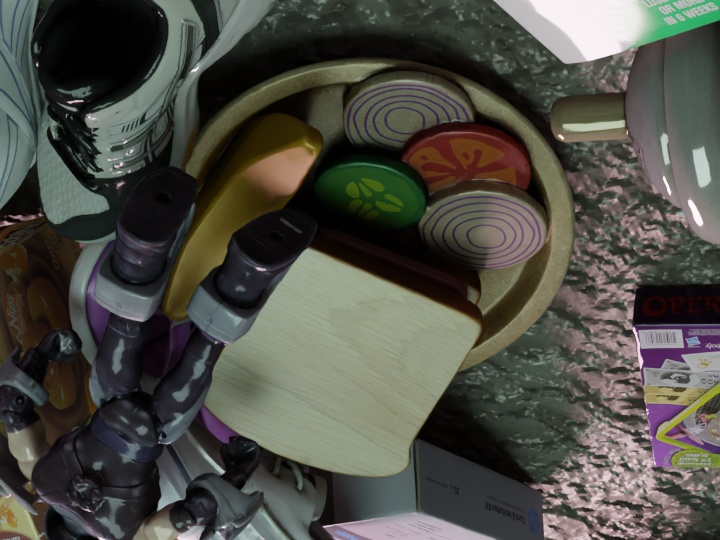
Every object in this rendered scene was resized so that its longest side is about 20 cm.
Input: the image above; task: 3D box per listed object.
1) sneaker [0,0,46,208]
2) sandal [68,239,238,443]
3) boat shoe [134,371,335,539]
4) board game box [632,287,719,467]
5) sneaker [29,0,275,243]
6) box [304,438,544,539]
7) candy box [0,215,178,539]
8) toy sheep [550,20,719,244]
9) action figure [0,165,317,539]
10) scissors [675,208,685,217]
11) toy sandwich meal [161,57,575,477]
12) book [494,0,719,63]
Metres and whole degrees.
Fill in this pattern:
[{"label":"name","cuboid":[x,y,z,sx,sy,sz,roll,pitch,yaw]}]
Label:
[{"label":"sneaker","cuboid":[-0.168,-0.091,0.802,0.074,0.088,0.201,5,140,10]},{"label":"sandal","cuboid":[-0.079,0.036,0.940,0.049,0.083,0.203,16,158,25]},{"label":"boat shoe","cuboid":[-0.047,0.114,0.920,0.066,0.074,0.201,-33,118,2]},{"label":"board game box","cuboid":[0.235,0.054,0.929,0.198,0.032,0.121,0,136,15]},{"label":"sneaker","cuboid":[-0.106,-0.080,0.783,0.076,0.087,0.201,45,133,14]},{"label":"box","cuboid":[-0.022,0.138,1.040,0.198,0.042,0.156,-11,159,26]},{"label":"candy box","cuboid":[-0.152,0.086,0.925,0.055,0.115,0.202,-12,105,27]},{"label":"toy sheep","cuboid":[0.168,-0.067,0.714,0.198,0.139,0.138,-8,138,22]},{"label":"action figure","cuboid":[-0.092,0.056,0.818,0.129,0.070,0.201,27,121,-2]},{"label":"scissors","cuboid":[0.243,-0.017,0.850,0.198,0.014,0.073,-9,139,21]},{"label":"toy sandwich meal","cuboid":[0.000,0.000,0.856,0.203,0.071,0.207,1,130,1]},{"label":"book","cuboid":[0.055,-0.148,0.621,0.199,0.048,0.133,35,149,-32]}]
